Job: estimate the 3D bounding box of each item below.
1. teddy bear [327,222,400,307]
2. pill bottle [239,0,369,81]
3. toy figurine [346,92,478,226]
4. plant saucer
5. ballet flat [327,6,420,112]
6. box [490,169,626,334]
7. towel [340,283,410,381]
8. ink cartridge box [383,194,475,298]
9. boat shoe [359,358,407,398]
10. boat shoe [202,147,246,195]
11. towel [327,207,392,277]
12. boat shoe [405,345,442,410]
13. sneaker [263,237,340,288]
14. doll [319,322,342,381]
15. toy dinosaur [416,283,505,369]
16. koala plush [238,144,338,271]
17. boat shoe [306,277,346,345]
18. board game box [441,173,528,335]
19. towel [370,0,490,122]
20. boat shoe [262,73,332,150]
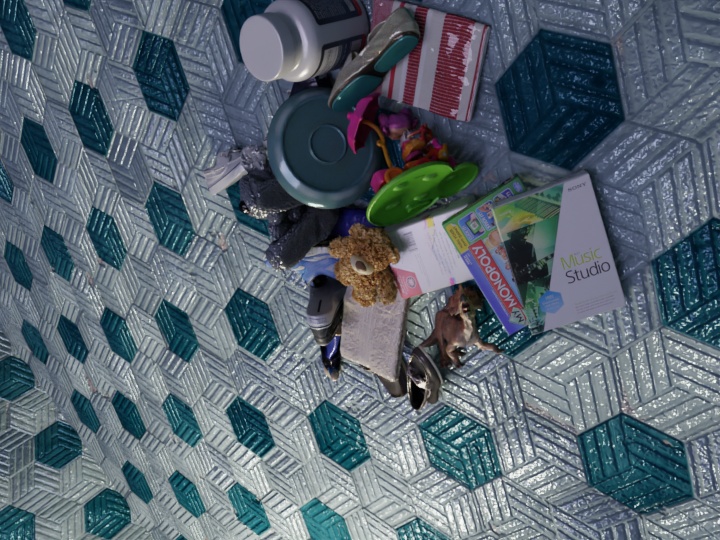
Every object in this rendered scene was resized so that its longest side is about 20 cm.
[{"bbox_3d":[0.000,0.000,1.089,0.147,0.066,0.199,62,157,-4],"label":"teddy bear"},{"bbox_3d":[-0.086,-0.359,1.008,0.118,0.199,0.122,20,125,31],"label":"pill bottle"},{"bbox_3d":[0.061,-0.196,1.023,0.187,0.196,0.151,63,159,20],"label":"toy figurine"},{"bbox_3d":[-0.055,-0.205,1.078,0.203,0.198,0.027,60,166,-4],"label":"plant saucer"},{"bbox_3d":[0.016,-0.325,1.015,0.198,0.067,0.064,-33,69,38],"label":"ballet flat"},{"bbox_3d":[0.284,-0.023,0.944,0.141,0.036,0.204,-19,101,13],"label":"box"},{"bbox_3d":[0.026,0.095,1.199,0.131,0.034,0.205,22,118,32],"label":"towel"},{"bbox_3d":[0.142,-0.043,1.057,0.196,0.068,0.119,-16,104,23],"label":"ink cartridge box"},{"bbox_3d":[0.026,0.169,1.297,0.074,0.073,0.203,-26,95,46],"label":"boat shoe"},{"bbox_3d":[-0.267,-0.215,1.338,0.198,0.073,0.066,-23,102,44],"label":"boat shoe"},{"bbox_3d":[-0.025,-0.051,1.241,0.197,0.049,0.151,13,115,36],"label":"towel"},{"bbox_3d":[0.111,0.204,1.192,0.067,0.057,0.201,47,166,30],"label":"boat shoe"},{"bbox_3d":[-0.107,-0.009,1.243,0.197,0.078,0.091,1,107,40],"label":"sneaker"},{"bbox_3d":[-0.059,0.163,1.354,0.202,0.047,0.139,95,164,-52],"label":"doll"},{"bbox_3d":[0.163,0.090,1.134,0.199,0.084,0.139,-17,92,61],"label":"toy dinosaur"},{"bbox_3d":[-0.149,-0.133,1.194,0.199,0.182,0.180,27,144,48],"label":"koala plush"},{"bbox_3d":[-0.068,0.075,1.243,0.070,0.201,0.073,1,112,9],"label":"boat shoe"},{"bbox_3d":[0.229,-0.021,0.986,0.133,0.029,0.202,-32,99,14],"label":"board game box"},{"bbox_3d":[0.096,-0.322,0.999,0.197,0.023,0.147,26,126,27],"label":"towel"},{"bbox_3d":[-0.112,-0.283,1.177,0.197,0.074,0.095,-12,92,42],"label":"boat shoe"}]
